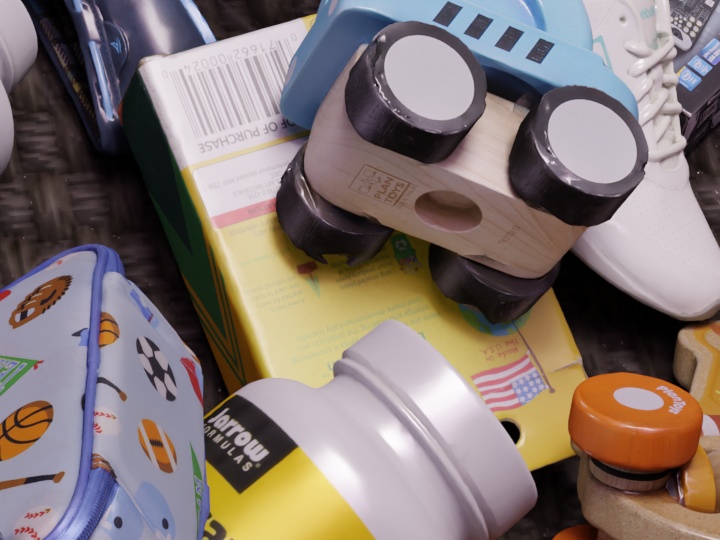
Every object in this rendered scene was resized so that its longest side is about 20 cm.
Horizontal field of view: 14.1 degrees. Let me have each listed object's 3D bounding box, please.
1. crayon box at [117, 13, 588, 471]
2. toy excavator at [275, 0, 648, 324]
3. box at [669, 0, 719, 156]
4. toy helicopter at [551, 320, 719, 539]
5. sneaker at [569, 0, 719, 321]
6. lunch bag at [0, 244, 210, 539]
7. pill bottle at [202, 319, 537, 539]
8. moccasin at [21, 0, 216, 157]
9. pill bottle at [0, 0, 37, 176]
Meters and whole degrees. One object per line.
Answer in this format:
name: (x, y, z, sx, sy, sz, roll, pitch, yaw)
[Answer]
crayon box: (0.000, 0.000, 1.133, 0.127, 0.051, 0.201, -17, 77, -21)
toy excavator: (0.019, -0.106, 1.107, 0.194, 0.100, 0.200, 21, 54, -11)
box: (0.135, -0.156, 1.276, 0.158, 0.050, 0.200, 39, 60, 14)
toy helicopter: (0.145, 0.064, 1.089, 0.132, 0.079, 0.200, 10, 22, 6)
sneaker: (0.096, -0.072, 1.168, 0.201, 0.080, 0.070, 57, 25, 6)
lunch bag: (-0.131, 0.086, 0.942, 0.160, 0.076, 0.200, -27, 27, 16)
pill bottle: (-0.040, 0.110, 1.008, 0.200, 0.113, 0.112, -39, 71, -12)
moccasin: (-0.131, -0.134, 1.195, 0.068, 0.081, 0.200, -29, 66, -21)
pill bottle: (-0.207, -0.036, 1.096, 0.112, 0.113, 0.200, 29, 58, 8)
